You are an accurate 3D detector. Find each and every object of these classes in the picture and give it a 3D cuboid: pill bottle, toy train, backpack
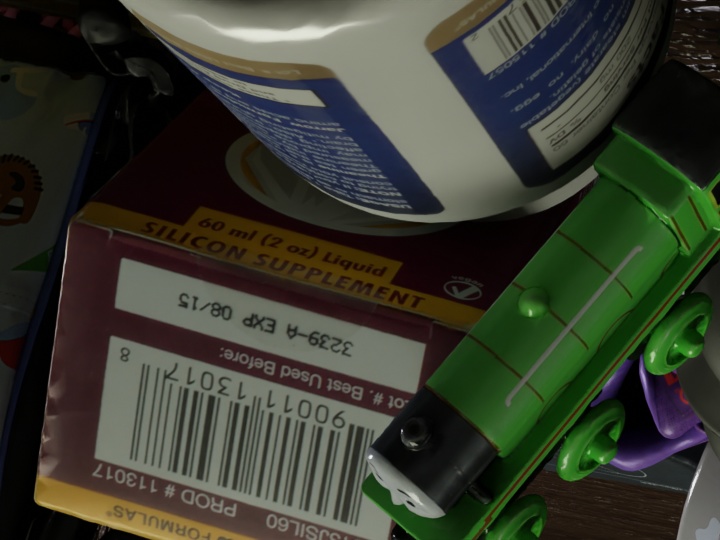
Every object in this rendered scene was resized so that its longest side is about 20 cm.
[{"bbox_3d":[0.011,-0.074,0.605,0.111,0.111,0.200,14,171,16],"label":"pill bottle"},{"bbox_3d":[0.070,-0.013,0.623,0.042,0.200,0.056,37,174,27],"label":"toy train"},{"bbox_3d":[-0.127,0.030,0.841,0.154,0.191,0.200,4,158,8],"label":"backpack"}]

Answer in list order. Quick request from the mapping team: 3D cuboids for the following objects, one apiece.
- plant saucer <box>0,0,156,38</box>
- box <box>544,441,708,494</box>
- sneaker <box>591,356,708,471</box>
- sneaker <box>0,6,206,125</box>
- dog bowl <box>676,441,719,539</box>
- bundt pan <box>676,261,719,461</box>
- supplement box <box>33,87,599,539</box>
[{"bbox_3d":[-0.127,-0.121,0.791,0.199,0.049,0.200,13,171,22],"label":"plant saucer"},{"bbox_3d":[0.069,0.010,1.049,0.200,0.107,0.148,25,168,-39],"label":"box"},{"bbox_3d":[0.130,0.016,0.869,0.081,0.083,0.200,45,148,7],"label":"sneaker"},{"bbox_3d":[-0.103,-0.081,0.952,0.200,0.079,0.095,9,157,36],"label":"sneaker"},{"bbox_3d":[0.192,0.084,1.019,0.059,0.200,0.200,28,180,37],"label":"dog bowl"},{"bbox_3d":[0.178,0.022,0.751,0.201,0.076,0.202,6,147,4],"label":"bundt pan"},{"bbox_3d":[0.000,0.000,0.756,0.110,0.086,0.200,16,-154,10],"label":"supplement box"}]
